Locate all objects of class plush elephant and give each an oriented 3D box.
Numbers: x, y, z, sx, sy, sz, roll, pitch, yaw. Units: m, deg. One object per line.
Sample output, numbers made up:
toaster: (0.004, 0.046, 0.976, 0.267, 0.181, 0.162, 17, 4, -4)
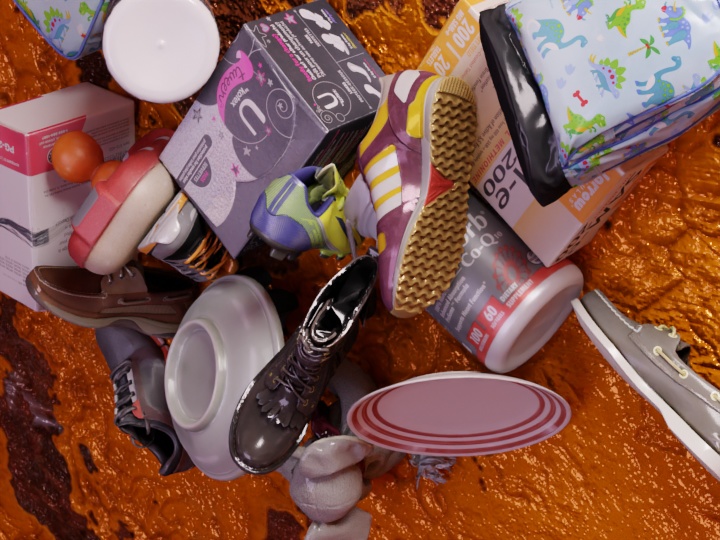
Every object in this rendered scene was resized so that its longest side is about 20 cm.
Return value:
plush elephant: (-0.030, 0.182, 1.627, 0.199, 0.154, 0.166, 25, 124, 33)

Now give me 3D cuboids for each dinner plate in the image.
dinner plate: (0.087, 0.123, 1.496, 0.200, 0.199, 0.024, -29, 55, 45)

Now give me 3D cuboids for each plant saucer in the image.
plant saucer: (-0.144, 0.102, 1.635, 0.200, 0.050, 0.202, -15, 72, 53)

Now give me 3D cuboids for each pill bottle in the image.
pill bottle: (0.086, -0.016, 1.461, 0.200, 0.116, 0.116, 42, 132, 20)
pill bottle: (-0.186, -0.223, 1.566, 0.200, 0.105, 0.107, -115, 15, -72)

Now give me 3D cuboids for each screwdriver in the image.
screwdriver: (0.000, 0.000, 1.540, 0.029, 0.028, 0.200, 38, 164, 14)

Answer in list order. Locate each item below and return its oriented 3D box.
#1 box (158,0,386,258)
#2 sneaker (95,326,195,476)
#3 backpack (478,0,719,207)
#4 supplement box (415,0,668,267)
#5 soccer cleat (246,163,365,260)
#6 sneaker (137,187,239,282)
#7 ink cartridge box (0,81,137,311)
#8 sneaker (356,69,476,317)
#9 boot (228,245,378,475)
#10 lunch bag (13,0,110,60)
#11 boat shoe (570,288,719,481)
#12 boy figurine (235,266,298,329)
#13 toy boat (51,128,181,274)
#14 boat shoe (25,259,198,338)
box: (-0.078, -0.131, 1.559, 0.132, 0.114, 0.200, 52, 134, 11)
sneaker: (-0.239, 0.136, 1.849, 0.201, 0.082, 0.077, 53, 134, 10)
backpack: (0.200, -0.162, 1.256, 0.154, 0.198, 0.164, 67, -173, -76)
supplement box: (0.138, -0.122, 1.395, 0.200, 0.073, 0.126, 48, 134, 14)
soccer cleat: (-0.030, -0.057, 1.506, 0.065, 0.200, 0.084, 37, 108, 16)
sneaker: (-0.161, -0.028, 1.662, 0.077, 0.200, 0.078, 41, 92, 4)
ink cartridge box: (-0.313, -0.078, 1.773, 0.084, 0.144, 0.202, 23, 123, 36)
sneaker: (0.037, -0.064, 1.393, 0.090, 0.075, 0.202, 13, 92, 44)
boot: (-0.050, 0.078, 1.478, 0.069, 0.201, 0.174, 30, 164, 2)
lunch bag: (-0.276, -0.326, 1.674, 0.161, 0.082, 0.200, 47, 133, 15)
boat shoe: (0.253, 0.084, 1.395, 0.060, 0.072, 0.202, -42, 61, 3)
boy figurine: (-0.133, 0.088, 1.746, 0.124, 0.064, 0.201, 42, 128, 19)
toy boat: (-0.247, -0.089, 1.667, 0.130, 0.200, 0.131, 37, 109, -1)
boat shoe: (-0.253, 0.015, 1.742, 0.076, 0.199, 0.072, 50, 117, 38)
